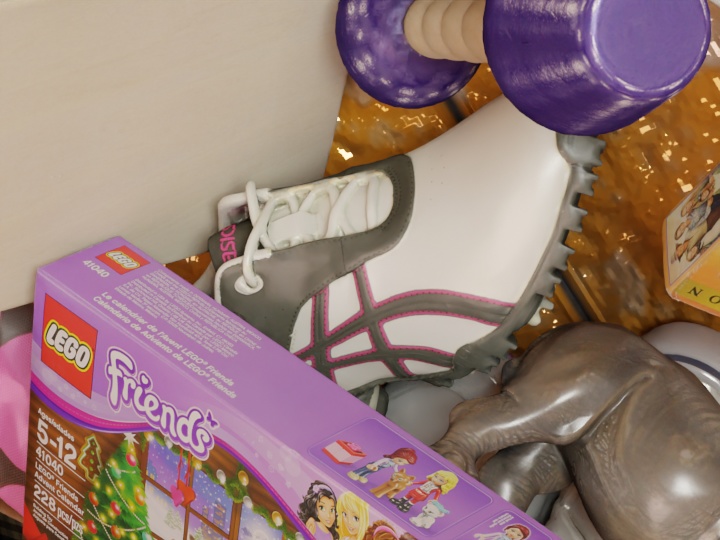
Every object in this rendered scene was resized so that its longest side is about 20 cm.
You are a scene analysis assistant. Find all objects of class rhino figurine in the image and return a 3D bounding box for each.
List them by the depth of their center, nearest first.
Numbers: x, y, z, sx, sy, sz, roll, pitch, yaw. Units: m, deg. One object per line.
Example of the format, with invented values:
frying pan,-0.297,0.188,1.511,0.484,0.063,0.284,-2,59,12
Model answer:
rhino figurine,0.116,0.091,0.790,0.199,0.088,0.060,37,155,7

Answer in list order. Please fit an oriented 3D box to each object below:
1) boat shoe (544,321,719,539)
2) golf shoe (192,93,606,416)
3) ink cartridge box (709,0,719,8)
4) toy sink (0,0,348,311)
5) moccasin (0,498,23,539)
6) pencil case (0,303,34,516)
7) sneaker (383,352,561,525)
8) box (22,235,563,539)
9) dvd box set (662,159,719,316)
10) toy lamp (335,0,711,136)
boat shoe,0.087,0.107,0.881,0.071,0.070,0.201,29,133,12
golf shoe,0.000,0.000,0.831,0.088,0.078,0.200,27,131,-24
ink cartridge box,0.122,-0.129,0.674,0.199,0.067,0.116,32,135,-11
toy sink,-0.114,-0.075,0.835,0.112,0.199,0.131,50,143,33
moccasin,-0.157,0.111,1.032,0.200,0.078,0.074,9,126,27
pencil case,-0.112,0.040,0.945,0.200,0.091,0.094,38,102,7
sneaker,0.007,0.106,0.911,0.075,0.100,0.200,37,132,6
box,-0.030,0.095,0.811,0.199,0.039,0.138,32,130,33
dvd box set,0.186,-0.035,0.619,0.145,0.030,0.200,20,137,-20
toy lamp,0.042,-0.067,0.719,0.058,0.058,0.200,55,168,-13
